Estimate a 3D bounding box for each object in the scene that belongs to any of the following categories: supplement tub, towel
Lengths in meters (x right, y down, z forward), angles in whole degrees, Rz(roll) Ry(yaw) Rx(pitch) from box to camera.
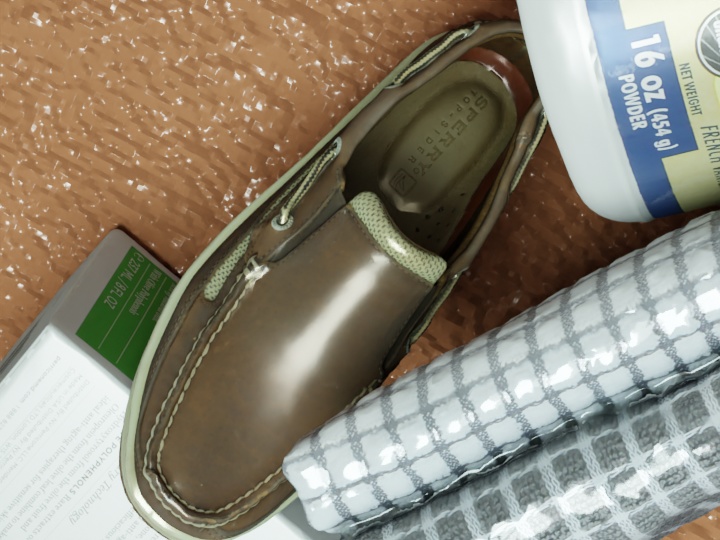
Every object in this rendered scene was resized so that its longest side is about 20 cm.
[{"bbox_3d":[0.151,-0.102,0.787,0.199,0.144,0.145,-13,107,12],"label":"supplement tub"},{"bbox_3d":[0.083,0.053,0.818,0.165,0.200,0.086,-29,80,15],"label":"towel"}]

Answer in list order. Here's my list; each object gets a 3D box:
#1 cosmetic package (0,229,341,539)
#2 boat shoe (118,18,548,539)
[{"bbox_3d":[-0.043,0.092,0.900,0.200,0.108,0.085,39,109,-8],"label":"cosmetic package"},{"bbox_3d":[-0.005,-0.004,0.823,0.075,0.075,0.203,36,71,-8],"label":"boat shoe"}]
